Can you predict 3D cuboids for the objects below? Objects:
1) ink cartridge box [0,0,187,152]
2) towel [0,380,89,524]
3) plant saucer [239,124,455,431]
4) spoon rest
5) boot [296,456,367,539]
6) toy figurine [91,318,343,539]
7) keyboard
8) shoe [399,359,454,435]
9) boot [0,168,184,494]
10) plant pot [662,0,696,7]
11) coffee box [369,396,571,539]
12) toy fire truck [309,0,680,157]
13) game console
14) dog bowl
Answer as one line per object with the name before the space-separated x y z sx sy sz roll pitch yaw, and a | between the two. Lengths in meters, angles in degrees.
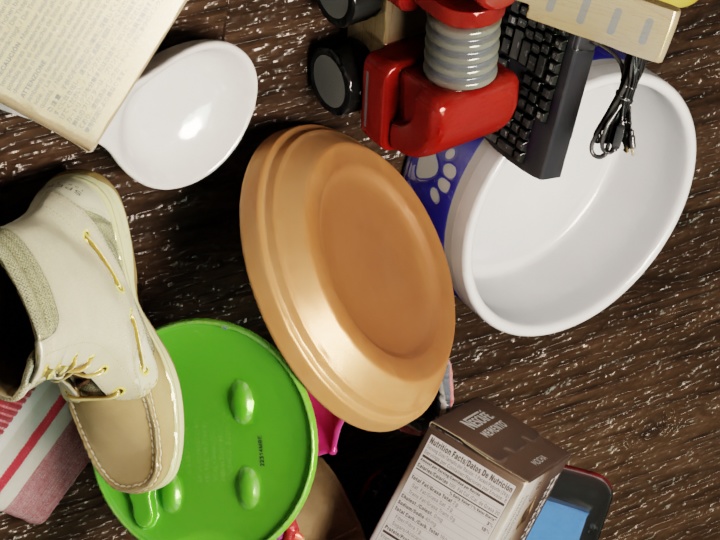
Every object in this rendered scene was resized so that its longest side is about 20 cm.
ink cartridge box | -0.165 -0.190 1.521 0.165 0.075 0.200 30 99 -26
towel | -0.227 0.073 1.744 0.200 0.023 0.144 28 101 -47
plant saucer | 0.000 0.000 1.773 0.037 0.201 0.200 -22 150 30
spoon rest | -0.138 -0.097 1.665 0.200 0.061 0.100 7 114 -44
boot | -0.075 0.242 1.917 0.200 0.066 0.176 -25 93 -25
toy figurine | -0.066 0.127 1.817 0.184 0.150 0.201 -4 88 -71
keyboard | 0.130 -0.146 1.745 0.021 0.127 0.200 -20 133 -43
shoe | 0.005 0.024 1.859 0.071 0.091 0.200 -37 138 -14
boot | -0.172 0.055 1.649 0.155 0.072 0.201 -43 122 -66
plant pot | 0.211 -0.275 1.759 0.200 0.201 0.189 5 132 -44
coffee box | 0.051 0.195 1.905 0.200 0.080 0.113 -63 166 14
toy fire truck | 0.078 -0.145 1.714 0.128 0.200 0.176 -20 131 -29
game console | 0.069 0.230 2.043 0.172 0.119 0.200 -23 135 -53
dog bowl | 0.126 -0.060 1.915 0.200 0.079 0.200 -23 133 -27
